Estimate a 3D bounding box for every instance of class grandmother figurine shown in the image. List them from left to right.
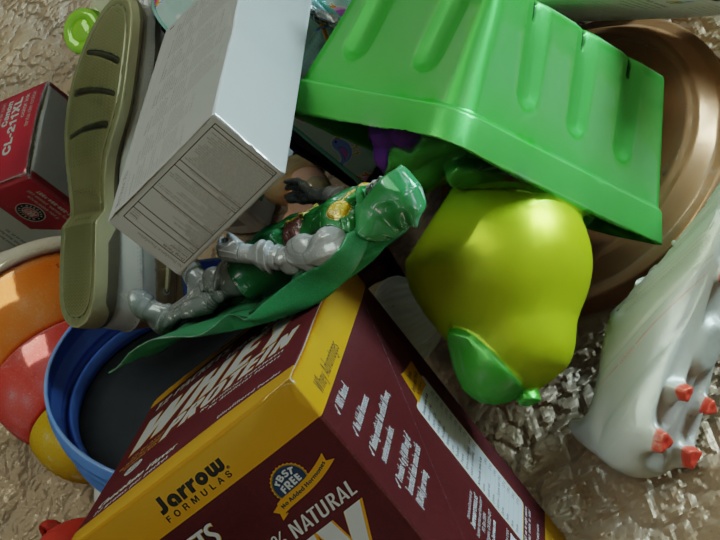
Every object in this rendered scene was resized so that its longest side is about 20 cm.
[{"bbox_3d":[0.000,0.000,1.043,0.061,0.121,0.200,-45,30,5],"label":"grandmother figurine"}]

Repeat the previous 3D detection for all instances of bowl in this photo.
[{"bbox_3d":[-0.092,0.070,1.069,0.198,0.040,0.202,-4,40,3],"label":"bowl"}]

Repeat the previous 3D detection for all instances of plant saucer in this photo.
[{"bbox_3d":[0.131,-0.067,1.046,0.199,0.032,0.202,-22,50,29],"label":"plant saucer"}]

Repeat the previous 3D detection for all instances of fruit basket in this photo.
[{"bbox_3d":[0.065,-0.036,0.921,0.155,0.215,0.217,16,73,44],"label":"fruit basket"}]

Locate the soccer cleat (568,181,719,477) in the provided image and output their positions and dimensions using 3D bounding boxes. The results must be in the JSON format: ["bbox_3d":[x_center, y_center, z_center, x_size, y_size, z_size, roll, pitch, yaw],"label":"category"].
[{"bbox_3d":[0.174,0.013,0.932,0.077,0.069,0.202,19,78,48],"label":"soccer cleat"}]

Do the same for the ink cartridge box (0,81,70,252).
[{"bbox_3d":[-0.257,-0.040,1.267,0.198,0.146,0.084,-16,53,31],"label":"ink cartridge box"}]

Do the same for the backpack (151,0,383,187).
[{"bbox_3d":[-0.021,-0.157,1.068,0.154,0.199,0.176,-59,6,22],"label":"backpack"}]

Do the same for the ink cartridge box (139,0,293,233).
[{"bbox_3d":[-0.098,-0.151,1.197,0.050,0.161,0.202,-2,61,41],"label":"ink cartridge box"}]

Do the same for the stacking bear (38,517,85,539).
[{"bbox_3d":[-0.132,0.198,1.036,0.199,0.122,0.114,7,46,51],"label":"stacking bear"}]

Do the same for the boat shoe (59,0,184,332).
[{"bbox_3d":[-0.139,-0.064,1.073,0.074,0.068,0.203,10,94,55],"label":"boat shoe"}]

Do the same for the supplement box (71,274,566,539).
[{"bbox_3d":[-0.009,0.133,0.851,0.132,0.201,0.197,-37,9,14],"label":"supplement box"}]

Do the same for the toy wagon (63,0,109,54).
[{"bbox_3d":[-0.153,-0.172,1.265,0.039,0.155,0.202,22,98,24],"label":"toy wagon"}]

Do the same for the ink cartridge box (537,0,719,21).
[{"bbox_3d":[0.161,-0.183,0.979,0.198,0.148,0.077,1,94,24],"label":"ink cartridge box"}]

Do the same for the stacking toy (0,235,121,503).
[{"bbox_3d":[-0.185,0.091,1.154,0.146,0.146,0.201,-39,60,12],"label":"stacking toy"}]

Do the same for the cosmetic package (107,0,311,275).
[{"bbox_3d":[-0.072,-0.090,0.898,0.082,0.051,0.201,-40,24,26],"label":"cosmetic package"}]

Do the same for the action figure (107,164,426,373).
[{"bbox_3d":[-0.036,-0.009,0.861,0.199,0.055,0.118,-23,14,45],"label":"action figure"}]
